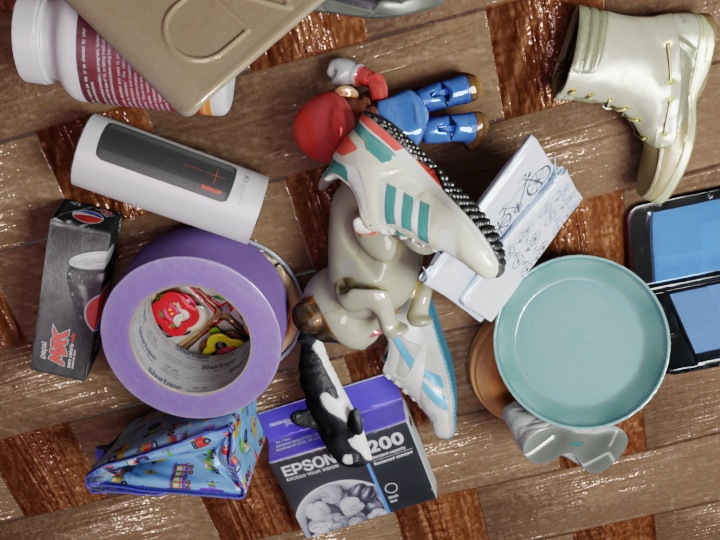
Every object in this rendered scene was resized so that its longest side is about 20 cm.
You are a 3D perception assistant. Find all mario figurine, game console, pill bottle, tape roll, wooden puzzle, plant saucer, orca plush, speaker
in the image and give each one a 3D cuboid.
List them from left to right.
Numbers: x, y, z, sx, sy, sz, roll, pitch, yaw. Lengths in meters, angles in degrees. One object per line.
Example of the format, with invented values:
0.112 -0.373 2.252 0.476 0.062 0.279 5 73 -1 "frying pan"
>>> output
-0.223 -0.216 0.748 0.198 0.113 0.114 4 116 -6 "pill bottle"
-0.201 -0.096 0.828 0.198 0.081 0.082 20 114 -11 "speaker"
-0.183 0.060 0.867 0.198 0.085 0.202 0 114 1 "tape roll"
-0.141 -0.257 0.687 0.185 0.046 0.200 44 80 8 "wooden puzzle"
-0.051 0.164 0.929 0.071 0.105 0.201 -27 123 -17 "orca plush"
0.026 -0.157 0.812 0.198 0.124 0.107 -8 142 -11 "mario figurine"
0.238 0.122 0.984 0.198 0.038 0.202 -1 116 -3 "plant saucer"
0.257 0.084 0.905 0.198 0.036 0.202 -1 86 12 "plant saucer"
0.426 0.006 0.895 0.198 0.174 0.119 -12 143 3 "game console"

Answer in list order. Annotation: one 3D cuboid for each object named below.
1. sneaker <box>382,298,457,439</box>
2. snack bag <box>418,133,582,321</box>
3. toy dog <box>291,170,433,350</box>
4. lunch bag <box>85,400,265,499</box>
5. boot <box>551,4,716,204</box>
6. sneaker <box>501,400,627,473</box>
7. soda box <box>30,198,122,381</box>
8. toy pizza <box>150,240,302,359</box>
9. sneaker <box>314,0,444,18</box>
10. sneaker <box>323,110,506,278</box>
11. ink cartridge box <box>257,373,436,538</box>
0.073 0.123 0.960 0.080 0.077 0.202 -14 110 12 "sneaker"
0.158 -0.037 0.821 0.189 0.021 0.200 -53 149 4 "snack bag"
0.000 0.000 0.852 0.193 0.139 0.201 33 118 11 "toy dog"
-0.230 0.210 0.935 0.198 0.151 0.095 -8 103 5 "lunch bag"
0.278 -0.174 0.819 0.153 0.072 0.202 3 111 -5 "boot"
0.261 0.201 0.970 0.199 0.080 0.071 19 108 -34 "sneaker"
-0.329 0.025 0.891 0.070 0.063 0.202 14 116 -10 "soda box"
-0.167 0.052 0.930 0.198 0.032 0.202 -1 116 -2 "toy pizza"
-0.010 -0.306 0.735 0.197 0.076 0.115 7 123 -1 "sneaker"
0.047 -0.053 0.723 0.200 0.070 0.093 47 108 9 "sneaker"
-0.016 0.251 1.032 0.196 0.043 0.201 -19 114 6 "ink cartridge box"
